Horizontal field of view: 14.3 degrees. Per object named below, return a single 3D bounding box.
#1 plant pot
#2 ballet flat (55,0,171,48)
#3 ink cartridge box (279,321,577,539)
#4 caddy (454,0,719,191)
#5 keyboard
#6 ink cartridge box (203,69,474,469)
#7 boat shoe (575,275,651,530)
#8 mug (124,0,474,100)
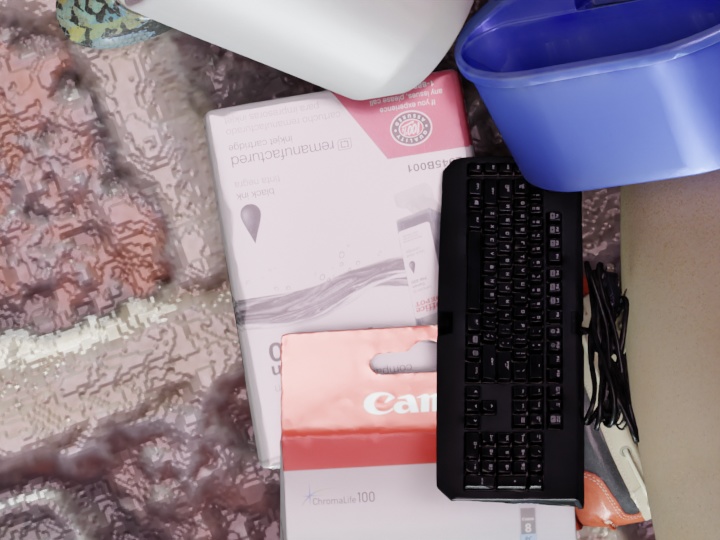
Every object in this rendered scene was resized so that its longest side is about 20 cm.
[{"bbox_3d":[0.215,0.025,1.522,0.187,0.187,0.201,-19,90,0],"label":"plant pot"},{"bbox_3d":[-0.082,-0.187,1.587,0.200,0.074,0.074,-30,90,0],"label":"ballet flat"},{"bbox_3d":[0.037,0.124,1.530,0.159,0.047,0.201,-2,122,-5],"label":"ink cartridge box"},{"bbox_3d":[0.146,-0.122,1.471,0.199,0.141,0.105,-8,120,33],"label":"caddy"},{"bbox_3d":[0.092,0.024,1.476,0.104,0.040,0.201,2,63,-2],"label":"keyboard"},{"bbox_3d":[0.000,0.000,1.578,0.145,0.085,0.201,-10,92,0],"label":"ink cartridge box"},{"bbox_3d":[0.124,0.045,1.580,0.062,0.071,0.201,-9,96,15],"label":"boat shoe"},{"bbox_3d":[-0.011,-0.179,1.487,0.153,0.150,0.187,30,116,-17],"label":"mug"}]
